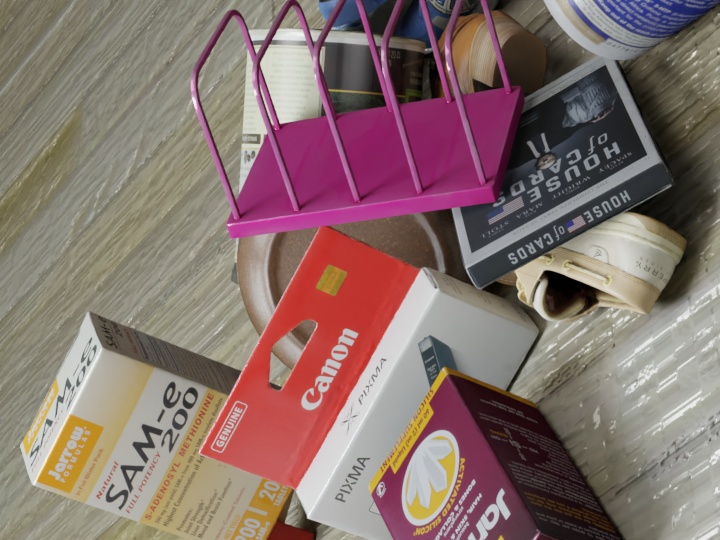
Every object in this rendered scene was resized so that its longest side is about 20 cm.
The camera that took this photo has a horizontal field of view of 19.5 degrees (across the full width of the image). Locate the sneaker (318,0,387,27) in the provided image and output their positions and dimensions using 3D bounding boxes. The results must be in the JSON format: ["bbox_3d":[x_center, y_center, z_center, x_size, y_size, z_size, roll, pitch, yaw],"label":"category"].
[{"bbox_3d":[0.030,-0.292,1.766,0.200,0.078,0.070,-43,23,-13],"label":"sneaker"}]

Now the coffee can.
[{"bbox_3d":[-0.025,-0.086,1.672,0.146,0.145,0.202,8,95,62],"label":"coffee can"}]

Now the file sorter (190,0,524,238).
[{"bbox_3d":[-0.003,-0.124,1.481,0.198,0.126,0.139,-8,32,19],"label":"file sorter"}]

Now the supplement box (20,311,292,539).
[{"bbox_3d":[-0.146,0.131,1.628,0.127,0.199,0.074,-62,25,12],"label":"supplement box"}]

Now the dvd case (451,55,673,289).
[{"bbox_3d":[0.130,-0.074,1.459,0.150,0.025,0.200,-29,24,10],"label":"dvd case"}]

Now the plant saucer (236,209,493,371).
[{"bbox_3d":[0.000,0.000,1.576,0.201,0.199,0.037,-61,-4,13],"label":"plant saucer"}]

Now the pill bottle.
[{"bbox_3d":[0.221,-0.237,1.418,0.200,0.119,0.121,-32,44,49],"label":"pill bottle"}]

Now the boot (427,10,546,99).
[{"bbox_3d":[0.080,-0.106,1.650,0.201,0.073,0.155,-67,20,5],"label":"boot"}]

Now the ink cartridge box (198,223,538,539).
[{"bbox_3d":[0.006,0.089,1.514,0.201,0.175,0.045,-61,25,14],"label":"ink cartridge box"}]

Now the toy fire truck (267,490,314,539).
[{"bbox_3d":[-0.029,0.140,1.682,0.141,0.048,0.201,-29,46,53],"label":"toy fire truck"}]

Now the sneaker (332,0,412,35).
[{"bbox_3d":[0.001,-0.198,1.821,0.072,0.072,0.201,-38,23,45],"label":"sneaker"}]

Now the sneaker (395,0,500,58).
[{"bbox_3d":[0.082,-0.248,1.725,0.200,0.077,0.076,-42,38,44],"label":"sneaker"}]

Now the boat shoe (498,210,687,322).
[{"bbox_3d":[0.139,0.001,1.447,0.200,0.073,0.070,-4,61,60],"label":"boat shoe"}]

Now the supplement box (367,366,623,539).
[{"bbox_3d":[0.091,0.170,1.400,0.111,0.085,0.200,-59,29,17],"label":"supplement box"}]
